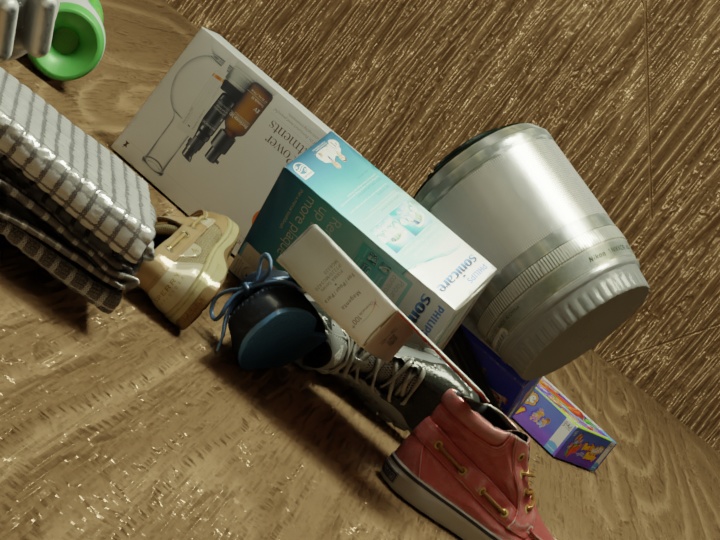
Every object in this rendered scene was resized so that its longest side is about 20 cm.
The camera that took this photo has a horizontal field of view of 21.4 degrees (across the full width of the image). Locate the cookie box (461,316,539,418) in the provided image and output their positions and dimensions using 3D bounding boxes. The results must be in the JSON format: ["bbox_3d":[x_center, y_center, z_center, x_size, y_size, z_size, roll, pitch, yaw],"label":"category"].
[{"bbox_3d":[0.091,0.057,1.893,0.200,0.075,0.171,41,-23,9],"label":"cookie box"}]

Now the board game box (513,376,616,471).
[{"bbox_3d":[0.196,0.147,2.241,0.200,0.045,0.134,43,8,29],"label":"board game box"}]

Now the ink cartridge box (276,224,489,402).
[{"bbox_3d":[0.022,0.049,1.465,0.174,0.044,0.200,46,0,8],"label":"ink cartridge box"}]

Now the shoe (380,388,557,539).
[{"bbox_3d":[0.115,0.174,1.497,0.200,0.091,0.072,35,8,-25],"label":"shoe"}]

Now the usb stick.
[{"bbox_3d":[0.090,0.091,1.813,0.055,0.033,0.201,11,-41,44],"label":"usb stick"}]

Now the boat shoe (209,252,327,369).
[{"bbox_3d":[-0.078,0.035,1.477,0.069,0.084,0.200,59,-4,9],"label":"boat shoe"}]

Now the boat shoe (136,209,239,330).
[{"bbox_3d":[-0.139,-0.017,1.481,0.064,0.071,0.200,38,9,-11],"label":"boat shoe"}]

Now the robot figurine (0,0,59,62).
[{"bbox_3d":[-0.357,-0.271,1.787,0.169,0.114,0.200,-7,39,-38],"label":"robot figurine"}]

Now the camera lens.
[{"bbox_3d":[0.151,-0.022,1.757,0.201,0.160,0.160,56,12,17],"label":"camera lens"}]

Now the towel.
[{"bbox_3d":[-0.220,-0.056,1.289,0.165,0.086,0.200,38,6,-17],"label":"towel"}]

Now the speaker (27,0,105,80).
[{"bbox_3d":[-0.313,-0.256,2.023,0.088,0.089,0.200,36,8,-16],"label":"speaker"}]

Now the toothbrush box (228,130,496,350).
[{"bbox_3d":[0.000,0.000,1.709,0.200,0.147,0.085,40,42,7],"label":"toothbrush box"}]

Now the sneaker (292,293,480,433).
[{"bbox_3d":[0.002,0.084,1.612,0.199,0.075,0.115,30,10,16],"label":"sneaker"}]

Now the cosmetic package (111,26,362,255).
[{"bbox_3d":[-0.121,-0.115,1.857,0.200,0.151,0.052,40,9,14],"label":"cosmetic package"}]
